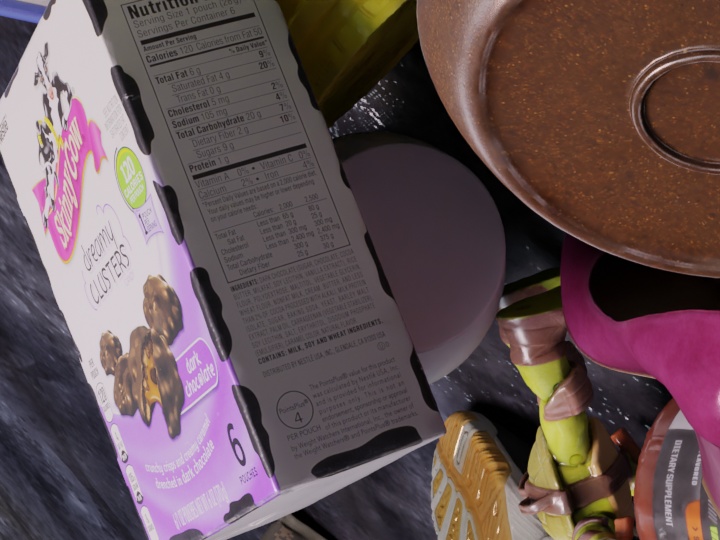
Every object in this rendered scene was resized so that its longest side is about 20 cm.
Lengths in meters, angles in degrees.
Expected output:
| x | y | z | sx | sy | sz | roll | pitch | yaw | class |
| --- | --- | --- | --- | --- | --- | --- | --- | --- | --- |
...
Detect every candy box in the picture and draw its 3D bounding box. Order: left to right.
| x | y | z | sx | sy | sz | roll | pitch | yaw | class |
| --- | --- | --- | --- | --- | --- | --- | --- | --- | --- |
| -0.062 | -0.004 | 0.733 | 0.200 | 0.071 | 0.168 | 68 | 155 | 9 | candy box |

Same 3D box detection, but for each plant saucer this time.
| x | y | z | sx | sy | sz | roll | pitch | yaw | class |
| --- | --- | --- | --- | --- | --- | --- | --- | --- | --- |
| 0.112 | -0.059 | 0.607 | 0.200 | 0.035 | 0.200 | 11 | 142 | 8 | plant saucer |

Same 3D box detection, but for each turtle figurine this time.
| x | y | z | sx | sy | sz | roll | pitch | yaw | class |
| --- | --- | --- | --- | --- | --- | --- | --- | --- | --- |
| 0.099 | 0.082 | 0.865 | 0.064 | 0.200 | 0.162 | -16 | 99 | 16 | turtle figurine |

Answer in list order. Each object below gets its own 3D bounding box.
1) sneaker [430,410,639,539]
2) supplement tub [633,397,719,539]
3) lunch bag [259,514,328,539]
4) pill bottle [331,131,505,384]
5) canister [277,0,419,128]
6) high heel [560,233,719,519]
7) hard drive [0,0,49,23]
| x | y | z | sx | sy | sz | roll | pitch | yaw | class |
| --- | --- | --- | --- | --- | --- | --- | --- | --- | --- |
| 0.106 | 0.138 | 0.990 | 0.200 | 0.088 | 0.076 | 48 | 132 | 53 | sneaker |
| 0.200 | 0.088 | 0.724 | 0.107 | 0.107 | 0.200 | 53 | 154 | -17 | supplement tub |
| -0.064 | 0.292 | 1.391 | 0.117 | 0.164 | 0.200 | 32 | 153 | 16 | lunch bag |
| 0.000 | 0.000 | 0.845 | 0.111 | 0.111 | 0.200 | 47 | 169 | -3 | pill bottle |
| -0.060 | -0.158 | 0.773 | 0.200 | 0.087 | 0.149 | 46 | 158 | 2 | canister |
| 0.120 | 0.005 | 0.722 | 0.200 | 0.067 | 0.096 | -120 | 18 | -54 | high heel |
| -0.207 | -0.131 | 0.785 | 0.200 | 0.025 | 0.132 | 9 | -171 | -28 | hard drive |
